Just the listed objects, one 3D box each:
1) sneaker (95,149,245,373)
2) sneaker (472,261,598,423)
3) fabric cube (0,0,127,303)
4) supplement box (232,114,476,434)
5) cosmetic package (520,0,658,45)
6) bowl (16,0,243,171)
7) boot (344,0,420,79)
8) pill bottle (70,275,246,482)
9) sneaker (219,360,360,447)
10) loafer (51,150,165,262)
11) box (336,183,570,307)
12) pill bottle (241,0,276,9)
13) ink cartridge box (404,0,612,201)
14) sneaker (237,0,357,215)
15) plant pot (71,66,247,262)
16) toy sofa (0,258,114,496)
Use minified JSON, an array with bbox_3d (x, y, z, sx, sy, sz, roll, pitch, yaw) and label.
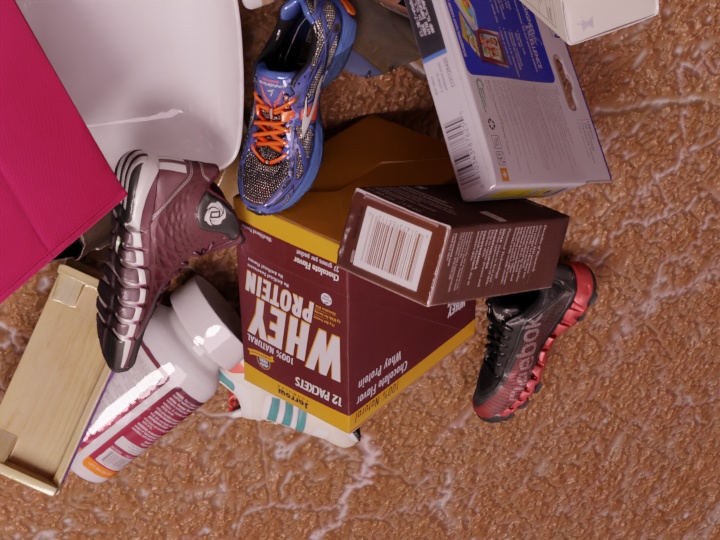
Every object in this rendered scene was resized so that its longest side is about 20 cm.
[{"bbox_3d":[-0.156,-0.004,1.337,0.115,0.076,0.201,0,117,-26],"label":"sneaker"},{"bbox_3d":[0.160,0.069,1.647,0.098,0.071,0.201,19,111,-31],"label":"sneaker"},{"bbox_3d":[-0.338,-0.078,1.188,0.200,0.196,0.200,-48,117,-43],"label":"fabric cube"},{"bbox_3d":[0.000,0.000,1.443,0.197,0.133,0.201,-35,137,-40],"label":"supplement box"},{"bbox_3d":[0.165,-0.283,1.330,0.087,0.200,0.104,-19,127,-10],"label":"cosmetic package"},{"bbox_3d":[-0.202,-0.166,1.304,0.199,0.075,0.200,-11,125,-17],"label":"bowl"},{"bbox_3d":[0.032,-0.210,1.420,0.097,0.075,0.200,-38,127,25],"label":"boot"},{"bbox_3d":[-0.204,0.101,1.492,0.200,0.110,0.110,-38,128,5],"label":"pill bottle"},{"bbox_3d":[-0.081,0.125,1.597,0.093,0.070,0.200,-28,132,20],"label":"sneaker"},{"bbox_3d":[-0.239,-0.041,1.374,0.199,0.071,0.073,-24,128,-6],"label":"loafer"},{"bbox_3d":[0.082,-0.025,1.328,0.200,0.100,0.075,-5,114,-55],"label":"box"},{"bbox_3d":[-0.022,-0.300,1.290,0.199,0.111,0.111,-22,128,-2],"label":"pill bottle"},{"bbox_3d":[0.130,-0.161,1.391,0.047,0.198,0.200,-23,169,33],"label":"ink cartridge box"},{"bbox_3d":[-0.067,-0.145,1.328,0.078,0.075,0.201,13,91,-66],"label":"sneaker"},{"bbox_3d":[-0.198,-0.097,1.416,0.199,0.028,0.201,-11,126,-16],"label":"plant pot"},{"bbox_3d":[-0.268,0.096,1.419,0.083,0.098,0.201,24,87,-4],"label":"toy sofa"}]
